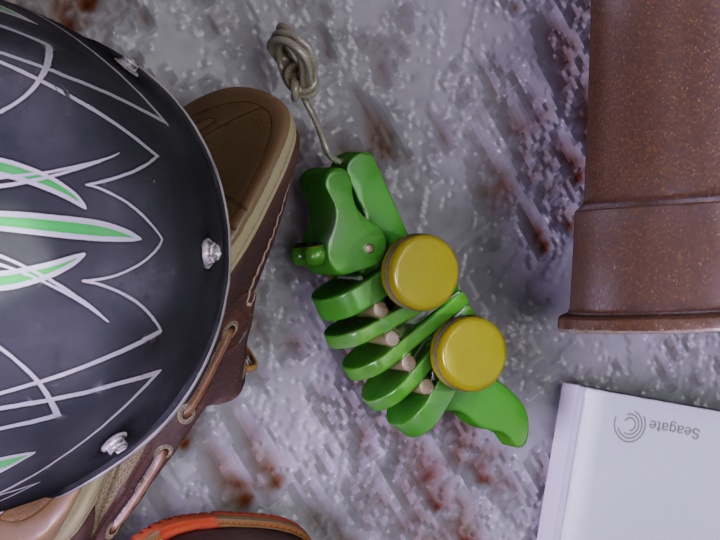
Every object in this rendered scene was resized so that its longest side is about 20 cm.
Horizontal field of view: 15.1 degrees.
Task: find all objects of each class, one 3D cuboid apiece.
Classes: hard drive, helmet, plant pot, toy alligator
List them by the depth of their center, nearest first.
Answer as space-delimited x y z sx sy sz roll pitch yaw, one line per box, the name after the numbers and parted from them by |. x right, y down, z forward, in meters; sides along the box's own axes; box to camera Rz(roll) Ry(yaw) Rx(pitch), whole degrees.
-0.150 -0.005 0.913 0.200 0.191 0.200 2 84 -18 | helmet
0.000 0.000 1.078 0.054 0.059 0.200 -38 108 -21 | toy alligator
0.172 -0.079 1.092 0.200 0.200 0.199 -4 90 -27 | plant pot
0.130 0.157 1.171 0.132 0.027 0.200 11 87 -27 | hard drive

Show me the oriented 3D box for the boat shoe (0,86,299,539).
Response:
-0.077 0.026 1.043 0.200 0.072 0.072 -63 146 -12 | boat shoe

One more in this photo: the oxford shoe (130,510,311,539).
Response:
-0.079 0.146 1.016 0.200 0.073 0.071 -19 125 -42 | oxford shoe
